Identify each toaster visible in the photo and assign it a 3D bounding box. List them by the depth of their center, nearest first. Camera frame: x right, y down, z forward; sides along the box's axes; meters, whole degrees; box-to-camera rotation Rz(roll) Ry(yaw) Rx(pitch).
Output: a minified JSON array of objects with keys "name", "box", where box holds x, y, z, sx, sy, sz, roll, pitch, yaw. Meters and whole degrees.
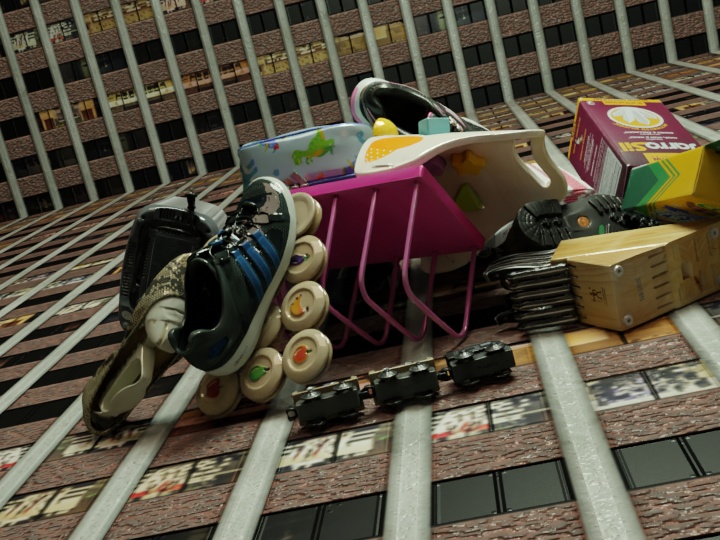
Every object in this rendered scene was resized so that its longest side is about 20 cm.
[{"name":"toaster","box":[-0.224,-0.012,1.203,0.113,0.202,0.129,11,12,-2]}]

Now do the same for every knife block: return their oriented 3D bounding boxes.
[{"name":"knife block","box":[0.226,0.002,0.948,0.199,0.064,0.175,-20,15,-22]}]

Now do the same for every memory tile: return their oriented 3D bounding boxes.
[{"name":"memory tile","box":[-0.095,0.030,0.928,0.152,0.201,0.017,-22,-35,24]}]

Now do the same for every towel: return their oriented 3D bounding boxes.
[{"name":"towel","box":[0.169,-0.098,1.192,0.198,0.030,0.146,-4,20,-7]}]

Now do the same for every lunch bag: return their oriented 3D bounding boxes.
[{"name":"lunch bag","box":[-0.043,-0.106,1.106,0.159,0.083,0.200,-10,-4,8]}]

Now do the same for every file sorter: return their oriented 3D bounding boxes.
[{"name":"file sorter","box":[0.000,0.000,0.978,0.199,0.139,0.126,-7,59,32]}]

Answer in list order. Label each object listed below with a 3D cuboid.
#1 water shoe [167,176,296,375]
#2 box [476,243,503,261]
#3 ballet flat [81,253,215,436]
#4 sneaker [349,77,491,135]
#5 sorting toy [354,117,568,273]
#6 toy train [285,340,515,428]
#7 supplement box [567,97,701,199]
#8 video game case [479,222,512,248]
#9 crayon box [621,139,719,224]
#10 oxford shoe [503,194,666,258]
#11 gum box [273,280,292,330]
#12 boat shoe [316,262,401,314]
[{"name":"water shoe","box":[-0.115,-0.006,0.898,0.071,0.201,0.079,-2,-25,33]},{"name":"box","box":[0.227,-0.056,1.228,0.160,0.045,0.199,-24,17,-38]},{"name":"ballet flat","box":[-0.198,0.078,0.922,0.200,0.068,0.075,-53,22,13]},{"name":"sneaker","box":[0.081,-0.150,1.094,0.199,0.081,0.086,22,3,-10]},{"name":"sorting toy","box":[0.116,-0.097,1.018,0.179,0.200,0.108,-7,59,22]},{"name":"toy train","box":[0.033,0.095,0.835,0.198,0.034,0.046,-14,10,-2]},{"name":"supplement box","box":[0.328,-0.128,1.159,0.109,0.086,0.200,0,31,-6]},{"name":"video game case","box":[0.112,-0.073,1.203,0.199,0.022,0.182,7,23,31]},{"name":"crayon box","box":[0.350,-0.071,0.944,0.125,0.052,0.200,16,-4,-6]},{"name":"oxford shoe","box":[0.241,-0.032,1.052,0.198,0.073,0.085,0,-35,-18]},{"name":"gum box","box":[-0.119,-0.002,1.217,0.066,0.114,0.200,-14,13,1]},{"name":"boat shoe","box":[0.012,-0.009,1.193,0.062,0.075,0.200,-5,17,39]}]
